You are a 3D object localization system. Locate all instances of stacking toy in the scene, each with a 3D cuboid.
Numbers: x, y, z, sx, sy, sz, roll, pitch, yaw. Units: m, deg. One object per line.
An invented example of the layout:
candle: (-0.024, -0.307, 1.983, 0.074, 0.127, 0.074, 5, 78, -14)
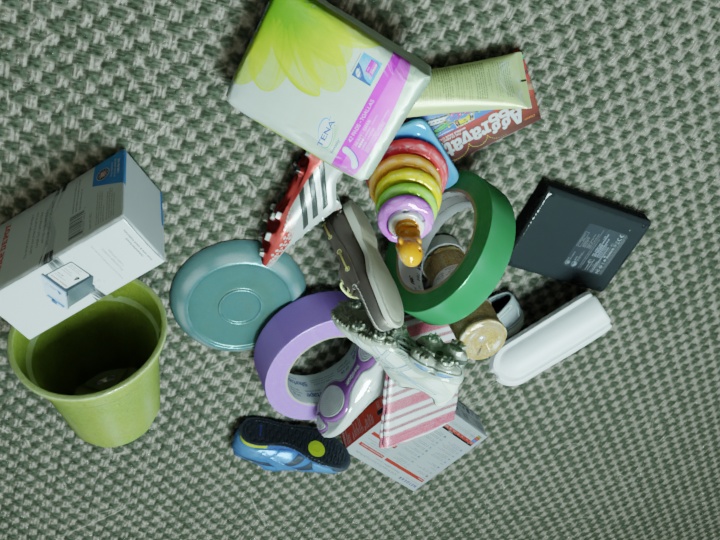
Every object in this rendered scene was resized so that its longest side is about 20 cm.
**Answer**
stacking toy: (0.058, -0.076, 0.960, 0.109, 0.202, 0.116, -23, 129, 23)

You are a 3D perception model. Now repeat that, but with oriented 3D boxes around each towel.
towel: (0.087, 0.149, 1.136, 0.145, 0.030, 0.203, -12, 113, -39)

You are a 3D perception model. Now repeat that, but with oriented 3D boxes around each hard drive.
hard drive: (0.321, -0.048, 1.184, 0.197, 0.033, 0.141, 14, 122, -24)

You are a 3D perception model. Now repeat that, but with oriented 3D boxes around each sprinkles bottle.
sprinkles bottle: (0.137, 0.033, 1.087, 0.067, 0.201, 0.069, -7, 128, -10)

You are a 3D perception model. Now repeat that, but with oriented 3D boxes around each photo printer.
photo printer: (0.292, 0.111, 1.228, 0.199, 0.070, 0.166, -34, 169, 11)

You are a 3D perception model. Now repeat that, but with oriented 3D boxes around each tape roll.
tape roll: (-0.057, 0.130, 1.177, 0.197, 0.066, 0.202, -15, 132, -17)
tape roll: (0.113, -0.030, 1.033, 0.048, 0.202, 0.201, 28, 116, -31)

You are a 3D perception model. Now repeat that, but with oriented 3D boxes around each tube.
tube: (0.108, -0.221, 0.966, 0.196, 0.052, 0.059, -8, 115, 0)

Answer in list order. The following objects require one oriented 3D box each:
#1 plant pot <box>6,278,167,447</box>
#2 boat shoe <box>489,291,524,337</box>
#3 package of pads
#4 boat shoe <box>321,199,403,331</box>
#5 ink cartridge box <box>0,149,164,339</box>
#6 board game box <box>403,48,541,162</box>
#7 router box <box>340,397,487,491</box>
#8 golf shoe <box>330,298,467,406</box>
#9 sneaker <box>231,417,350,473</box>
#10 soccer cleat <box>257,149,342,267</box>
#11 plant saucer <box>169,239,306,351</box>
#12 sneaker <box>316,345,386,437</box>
plant pot: (-0.350, 0.138, 1.063, 0.197, 0.202, 0.186, -7, 140, -10)
boat shoe: (0.160, 0.094, 1.233, 0.199, 0.070, 0.072, -28, 125, 0)
package of pads: (-0.039, -0.214, 0.905, 0.198, 0.068, 0.155, 30, 116, -8)
boat shoe: (0.000, 0.000, 1.031, 0.059, 0.202, 0.072, -31, 147, 17)
ink cartridge box: (-0.341, -0.033, 0.944, 0.198, 0.147, 0.086, -30, 131, 9)
board game box: (0.132, -0.198, 1.027, 0.198, 0.020, 0.104, -26, 130, 6)
router box: (0.093, 0.283, 1.367, 0.179, 0.049, 0.199, -40, 126, 16)
golf shoe: (0.041, 0.112, 1.030, 0.078, 0.198, 0.098, -37, 146, -45)
sneaker: (-0.116, 0.303, 1.307, 0.197, 0.066, 0.079, 16, 131, -9)
soccer cleat: (-0.071, -0.081, 1.033, 0.084, 0.069, 0.202, 19, 116, -22)
plant saucer: (-0.173, 0.046, 1.129, 0.197, 0.028, 0.202, -8, 129, -9)
sneaker: (0.012, 0.174, 1.152, 0.099, 0.075, 0.201, 22, 113, -39)
